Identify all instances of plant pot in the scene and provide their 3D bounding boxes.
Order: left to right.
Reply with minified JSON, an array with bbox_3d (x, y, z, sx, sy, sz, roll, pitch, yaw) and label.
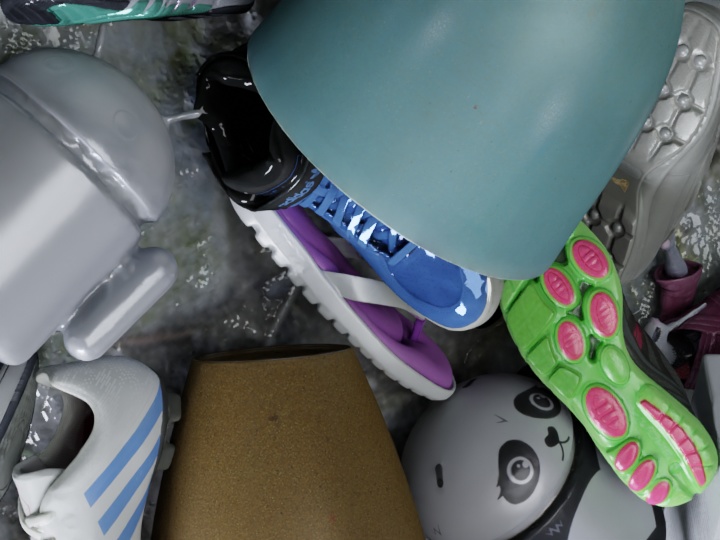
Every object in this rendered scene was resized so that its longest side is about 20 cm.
[{"bbox_3d":[-0.041,0.145,1.034,0.186,0.186,0.201,-4,92,-28],"label":"plant pot"},{"bbox_3d":[0.068,-0.123,0.928,0.200,0.201,0.161,22,119,-32],"label":"plant pot"}]

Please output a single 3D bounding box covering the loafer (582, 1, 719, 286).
[{"bbox_3d":[0.179,-0.078,1.093,0.070,0.070,0.200,-32,152,-43],"label":"loafer"}]

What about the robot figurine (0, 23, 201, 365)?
[{"bbox_3d":[-0.175,-0.033,0.930,0.170,0.113,0.200,44,81,-7],"label":"robot figurine"}]

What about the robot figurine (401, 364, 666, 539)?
[{"bbox_3d":[0.113,0.150,1.133,0.125,0.150,0.200,-43,121,3],"label":"robot figurine"}]

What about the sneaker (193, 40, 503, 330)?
[{"bbox_3d":[-0.013,-0.041,0.973,0.200,0.077,0.111,55,35,8],"label":"sneaker"}]

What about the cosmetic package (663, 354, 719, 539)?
[{"bbox_3d":[0.245,0.150,1.162,0.071,0.102,0.200,-2,143,-1],"label":"cosmetic package"}]

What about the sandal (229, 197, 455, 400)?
[{"bbox_3d":[0.001,0.004,1.051,0.050,0.083,0.203,-38,121,14],"label":"sandal"}]

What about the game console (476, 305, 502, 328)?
[{"bbox_3d":[0.077,-0.095,1.107,0.200,0.116,0.176,-50,151,-7],"label":"game console"}]

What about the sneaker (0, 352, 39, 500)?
[{"bbox_3d":[-0.261,0.100,0.942,0.077,0.146,0.203,104,8,-49],"label":"sneaker"}]

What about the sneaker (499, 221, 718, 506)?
[{"bbox_3d":[0.140,0.050,1.088,0.077,0.084,0.201,-28,97,4],"label":"sneaker"}]

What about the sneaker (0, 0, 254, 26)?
[{"bbox_3d":[-0.121,-0.169,0.912,0.200,0.074,0.088,-22,108,-68],"label":"sneaker"}]

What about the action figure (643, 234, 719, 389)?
[{"bbox_3d":[0.254,0.028,1.214,0.199,0.134,0.149,-25,158,-7],"label":"action figure"}]

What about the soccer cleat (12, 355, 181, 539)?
[{"bbox_3d":[-0.154,0.145,0.982,0.086,0.070,0.201,9,84,-36],"label":"soccer cleat"}]
